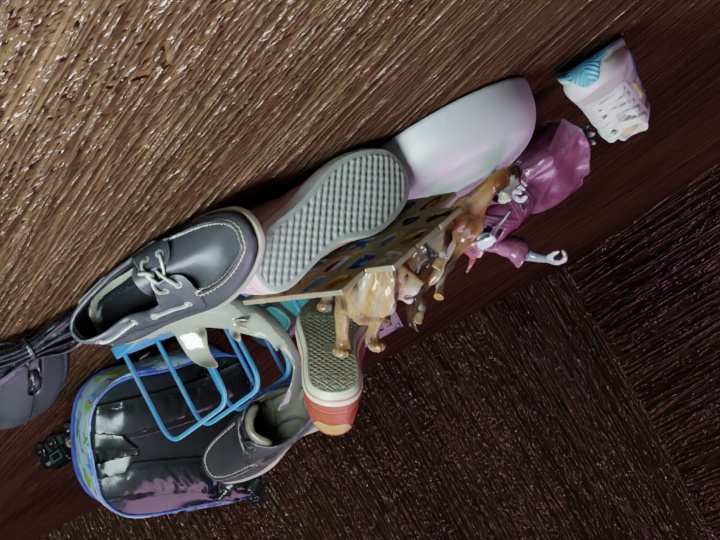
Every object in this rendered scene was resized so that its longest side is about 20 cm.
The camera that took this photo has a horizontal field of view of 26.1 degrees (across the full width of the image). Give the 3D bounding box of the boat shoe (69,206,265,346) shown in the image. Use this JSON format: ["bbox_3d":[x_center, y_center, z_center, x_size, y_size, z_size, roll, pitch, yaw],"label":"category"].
[{"bbox_3d":[-0.160,0.012,1.263,0.199,0.073,0.063,-29,177,33],"label":"boat shoe"}]

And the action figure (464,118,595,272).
[{"bbox_3d":[0.149,-0.080,1.579,0.200,0.148,0.135,-41,136,-25],"label":"action figure"}]

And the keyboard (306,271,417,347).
[{"bbox_3d":[0.000,0.000,1.582,0.126,0.021,0.201,-30,137,-2],"label":"keyboard"}]

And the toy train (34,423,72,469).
[{"bbox_3d":[-0.346,0.204,1.963,0.199,0.046,0.034,-35,171,36],"label":"toy train"}]

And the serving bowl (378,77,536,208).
[{"bbox_3d":[0.087,-0.103,1.471,0.198,0.066,0.200,-30,172,-4],"label":"serving bowl"}]

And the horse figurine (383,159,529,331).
[{"bbox_3d":[0.078,-0.017,1.455,0.133,0.050,0.200,-63,-175,-30],"label":"horse figurine"}]

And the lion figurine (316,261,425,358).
[{"bbox_3d":[-0.004,-0.001,1.439,0.071,0.124,0.200,-5,-151,-17],"label":"lion figurine"}]

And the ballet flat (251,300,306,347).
[{"bbox_3d":[-0.076,0.027,1.786,0.071,0.073,0.200,-25,172,-29],"label":"ballet flat"}]

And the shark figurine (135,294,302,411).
[{"bbox_3d":[-0.125,0.038,1.473,0.090,0.212,0.129,-93,-155,-54],"label":"shark figurine"}]

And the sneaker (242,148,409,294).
[{"bbox_3d":[-0.052,-0.042,1.347,0.200,0.076,0.104,-37,-163,-35],"label":"sneaker"}]

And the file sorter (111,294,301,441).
[{"bbox_3d":[-0.130,0.078,1.635,0.199,0.124,0.138,-23,171,-44],"label":"file sorter"}]

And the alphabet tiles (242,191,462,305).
[{"bbox_3d":[-0.009,-0.019,1.359,0.199,0.006,0.166,-7,-155,47],"label":"alphabet tiles"}]

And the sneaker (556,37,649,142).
[{"bbox_3d":[0.252,-0.177,1.551,0.076,0.082,0.200,-29,172,17],"label":"sneaker"}]

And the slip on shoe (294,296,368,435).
[{"bbox_3d":[-0.026,0.084,1.473,0.073,0.062,0.201,1,-150,-2],"label":"slip on shoe"}]

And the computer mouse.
[{"bbox_3d":[-0.308,0.104,1.390,0.137,0.053,0.200,-27,173,-25],"label":"computer mouse"}]

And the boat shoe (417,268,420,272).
[{"bbox_3d":[0.045,-0.012,1.763,0.200,0.073,0.062,-42,-166,-5],"label":"boat shoe"}]

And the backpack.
[{"bbox_3d":[-0.226,0.183,1.749,0.198,0.186,0.146,-10,-170,-27],"label":"backpack"}]

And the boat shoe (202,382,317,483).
[{"bbox_3d":[-0.096,0.158,1.581,0.199,0.073,0.064,-31,161,29],"label":"boat shoe"}]
